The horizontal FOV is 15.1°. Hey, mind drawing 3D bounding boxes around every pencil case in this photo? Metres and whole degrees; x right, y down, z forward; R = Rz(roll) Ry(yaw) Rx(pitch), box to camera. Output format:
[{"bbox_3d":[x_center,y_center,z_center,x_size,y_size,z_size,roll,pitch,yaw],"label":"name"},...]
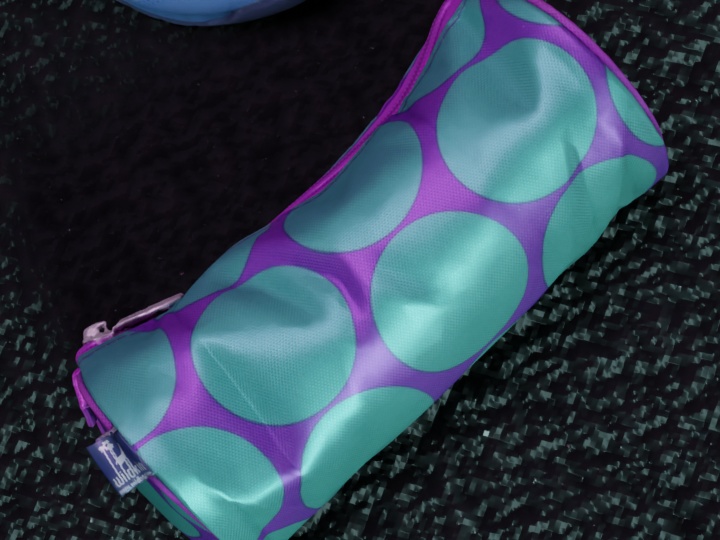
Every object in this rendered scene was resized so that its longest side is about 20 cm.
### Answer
[{"bbox_3d":[0.000,0.000,0.856,0.200,0.085,0.092,-43,91,-2],"label":"pencil case"}]

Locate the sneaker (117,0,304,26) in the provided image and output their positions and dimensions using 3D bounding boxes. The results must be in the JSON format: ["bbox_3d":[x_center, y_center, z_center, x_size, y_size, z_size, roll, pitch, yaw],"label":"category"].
[{"bbox_3d":[-0.093,-0.141,0.950,0.199,0.082,0.074,13,72,22],"label":"sneaker"}]
